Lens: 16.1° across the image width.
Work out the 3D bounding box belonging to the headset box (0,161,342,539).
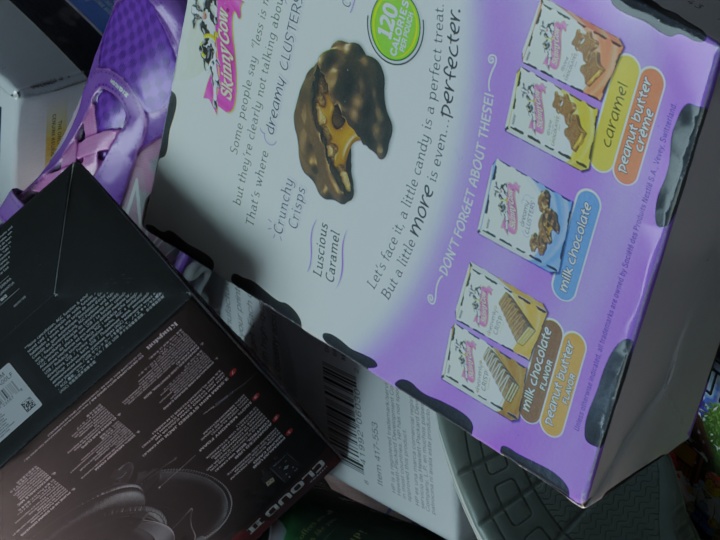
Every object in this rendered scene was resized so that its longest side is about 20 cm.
[{"bbox_3d":[-0.103,0.070,0.937,0.077,0.149,0.200,48,178,26],"label":"headset box"}]

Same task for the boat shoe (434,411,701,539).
[{"bbox_3d":[0.091,0.109,0.897,0.202,0.074,0.065,54,168,9],"label":"boat shoe"}]

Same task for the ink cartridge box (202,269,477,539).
[{"bbox_3d":[0.000,0.000,1.019,0.200,0.086,0.147,26,127,47],"label":"ink cartridge box"}]

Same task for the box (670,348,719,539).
[{"bbox_3d":[0.155,0.092,0.894,0.200,0.038,0.137,41,138,35],"label":"box"}]

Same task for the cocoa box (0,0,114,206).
[{"bbox_3d":[-0.136,-0.047,1.144,0.133,0.131,0.201,42,139,35],"label":"cocoa box"}]

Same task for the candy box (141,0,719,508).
[{"bbox_3d":[0.033,-0.049,0.837,0.200,0.071,0.168,32,125,28],"label":"candy box"}]

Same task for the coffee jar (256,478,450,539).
[{"bbox_3d":[-0.016,0.136,1.026,0.200,0.085,0.105,23,83,43],"label":"coffee jar"}]

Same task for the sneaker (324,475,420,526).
[{"bbox_3d":[0.016,0.157,1.085,0.200,0.086,0.075,44,142,35],"label":"sneaker"}]

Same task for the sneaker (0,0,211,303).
[{"bbox_3d":[-0.098,-0.029,0.989,0.081,0.088,0.201,48,138,32],"label":"sneaker"}]
